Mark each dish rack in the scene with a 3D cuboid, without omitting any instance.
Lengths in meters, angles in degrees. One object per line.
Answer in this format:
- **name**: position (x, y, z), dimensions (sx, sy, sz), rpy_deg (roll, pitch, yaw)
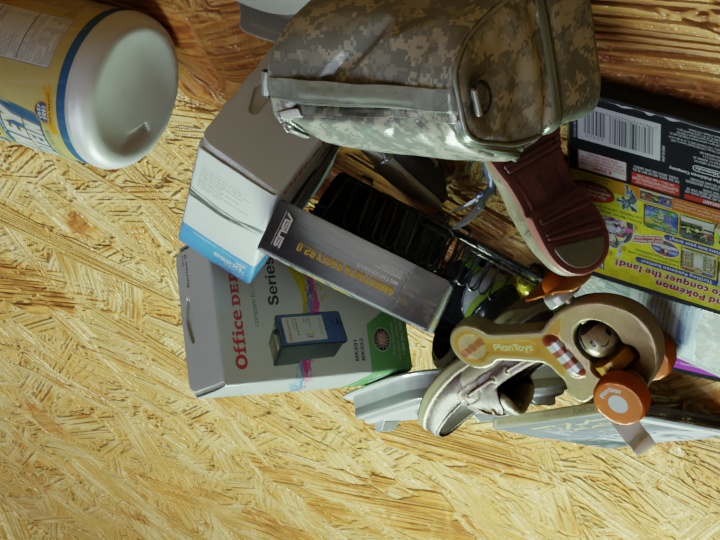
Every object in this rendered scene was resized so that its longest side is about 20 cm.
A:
- **dish rack**: position (0.100, 0.125, 1.973), dimensions (0.199, 0.044, 0.172), rpy_deg (-3, 169, -27)
- **dish rack**: position (0.066, -0.023, 1.759), dimensions (0.153, 0.055, 0.200), rpy_deg (24, -177, -40)

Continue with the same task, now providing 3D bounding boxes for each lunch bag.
- **lunch bag**: position (0.048, -0.150, 1.446), dimensions (0.200, 0.168, 0.140), rpy_deg (9, 115, 40)

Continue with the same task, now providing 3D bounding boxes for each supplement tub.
- **supplement tub**: position (-0.283, -0.182, 1.839), dimensions (0.200, 0.145, 0.145), rpy_deg (16, 152, 30)

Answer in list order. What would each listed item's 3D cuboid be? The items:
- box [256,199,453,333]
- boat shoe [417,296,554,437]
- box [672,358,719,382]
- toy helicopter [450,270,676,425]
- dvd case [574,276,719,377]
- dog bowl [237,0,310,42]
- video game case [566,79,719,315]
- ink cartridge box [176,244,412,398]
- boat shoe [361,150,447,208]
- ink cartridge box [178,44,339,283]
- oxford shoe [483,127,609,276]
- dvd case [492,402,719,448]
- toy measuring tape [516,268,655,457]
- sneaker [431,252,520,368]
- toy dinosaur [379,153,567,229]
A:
- **box**: position (0.000, 0.000, 1.735), dimensions (0.158, 0.048, 0.200), rpy_deg (26, 180, 4)
- **boat shoe**: position (0.122, 0.103, 1.805), dimensions (0.072, 0.072, 0.200), rpy_deg (56, 132, 18)
- **box**: position (0.267, 0.025, 1.737), dimensions (0.143, 0.036, 0.200), rpy_deg (13, 152, 33)
- **toy helicopter**: position (0.160, 0.053, 1.684), dimensions (0.199, 0.079, 0.133), rpy_deg (-1, 124, 35)
- **dvd case**: position (0.265, 0.018, 1.647), dimensions (0.200, 0.018, 0.143), rpy_deg (25, 141, 20)
- **dog bowl**: position (-0.083, -0.263, 1.560), dimensions (0.200, 0.059, 0.200), rpy_deg (26, 156, 12)
- **video game case**: position (0.253, -0.050, 1.558), dimensions (0.199, 0.026, 0.181), rpy_deg (18, 134, 26)
- **ink cartridge box**: position (-0.064, 0.039, 1.899), dimensions (0.199, 0.146, 0.087), rpy_deg (-3, 170, -26)
- **boat shoe**: position (0.035, -0.109, 1.716), dimensions (0.067, 0.057, 0.200), rpy_deg (27, 174, 31)
- **ink cartridge box**: position (-0.080, -0.098, 1.759), dimensions (0.084, 0.145, 0.200), rpy_deg (34, 156, 4)
- **oxford shoe**: position (0.124, -0.083, 1.581), dimensions (0.201, 0.070, 0.075), rpy_deg (67, 165, 2)
- **dvd case**: position (0.245, 0.151, 1.947), dimensions (0.148, 0.016, 0.200), rpy_deg (12, 165, -29)
- **toy measuring tape**: position (0.199, 0.077, 1.811), dimensions (0.200, 0.073, 0.074), rpy_deg (57, 163, 20)
- **sneaker**: position (0.101, 0.032, 1.932), dimensions (0.083, 0.072, 0.200), rpy_deg (53, 157, 10)
- **toy dinosaur**: position (0.109, -0.099, 1.629), dimensions (0.181, 0.105, 0.200), rpy_deg (12, 144, -8)
